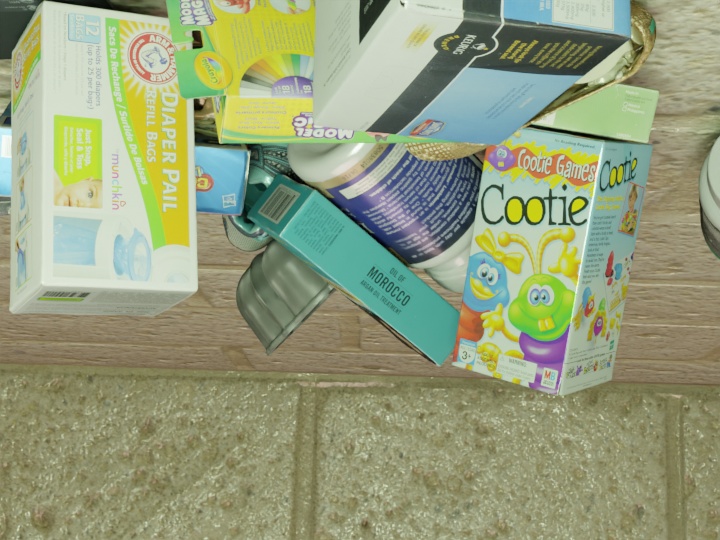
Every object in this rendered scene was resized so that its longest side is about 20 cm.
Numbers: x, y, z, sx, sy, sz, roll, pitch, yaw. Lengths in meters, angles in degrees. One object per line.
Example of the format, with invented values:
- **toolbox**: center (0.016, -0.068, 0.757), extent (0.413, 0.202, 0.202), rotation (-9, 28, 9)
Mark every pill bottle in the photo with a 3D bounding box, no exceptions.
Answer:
- **pill bottle**: center (0.042, -0.073, 1.111), extent (0.116, 0.116, 0.200), rotation (-10, 140, 44)
- **pill bottle**: center (0.375, -0.070, 1.227), extent (0.113, 0.114, 0.200), rotation (-1, 167, 15)

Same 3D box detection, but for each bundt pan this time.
- **bundt pan**: center (-0.043, -0.015, 1.261), extent (0.076, 0.202, 0.202), rotation (45, 165, 2)

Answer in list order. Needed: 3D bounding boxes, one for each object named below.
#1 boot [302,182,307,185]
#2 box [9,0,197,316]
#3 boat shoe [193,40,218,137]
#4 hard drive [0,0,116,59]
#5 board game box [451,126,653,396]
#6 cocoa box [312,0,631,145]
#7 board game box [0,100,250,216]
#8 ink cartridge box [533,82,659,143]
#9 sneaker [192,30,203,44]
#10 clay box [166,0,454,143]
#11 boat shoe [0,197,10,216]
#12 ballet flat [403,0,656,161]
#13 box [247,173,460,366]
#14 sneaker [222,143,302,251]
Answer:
- **boot**: center (-0.055, -0.092, 1.358), extent (0.075, 0.074, 0.200), rotation (26, -172, 39)
- **box**: center (-0.184, -0.075, 0.926), extent (0.112, 0.201, 0.101), rotation (2, 167, -26)
- **boat shoe**: center (-0.139, -0.148, 1.037), extent (0.199, 0.074, 0.063), rotation (1, 171, 10)
- **hard drive**: center (-0.259, -0.197, 0.919), extent (0.139, 0.033, 0.200), rotation (0, 168, 6)
- **board game box**: center (0.156, -0.013, 1.066), extent (0.103, 0.201, 0.105), rotation (14, -169, 32)
- **cocoa box**: center (0.058, -0.167, 0.766), extent (0.131, 0.134, 0.200), rotation (5, 167, -14)
- **board game box**: center (-0.202, -0.103, 1.108), extent (0.199, 0.056, 0.196), rotation (5, -165, -10)
- **ink cartridge box**: center (0.133, -0.145, 1.081), extent (0.145, 0.048, 0.200), rotation (6, -169, -18)
- **sneaker**: center (-0.039, -0.157, 0.969), extent (0.199, 0.076, 0.070), rotation (6, 168, -19)
- **clay box**: center (-0.030, -0.141, 0.890), extent (0.199, 0.115, 0.048), rotation (-2, 141, -14)
- **boat shoe**: center (-0.276, -0.085, 1.248), extent (0.072, 0.068, 0.200), rotation (18, -161, 33)
- **ballet flat**: center (0.119, -0.136, 0.932), extent (0.200, 0.071, 0.065), rotation (-29, -167, 8)
- **box**: center (0.000, 0.000, 1.119), extent (0.200, 0.049, 0.082), rotation (40, 175, -28)
- **sneaker**: center (-0.101, -0.064, 1.201), extent (0.077, 0.086, 0.200), rotation (26, 148, -2)
